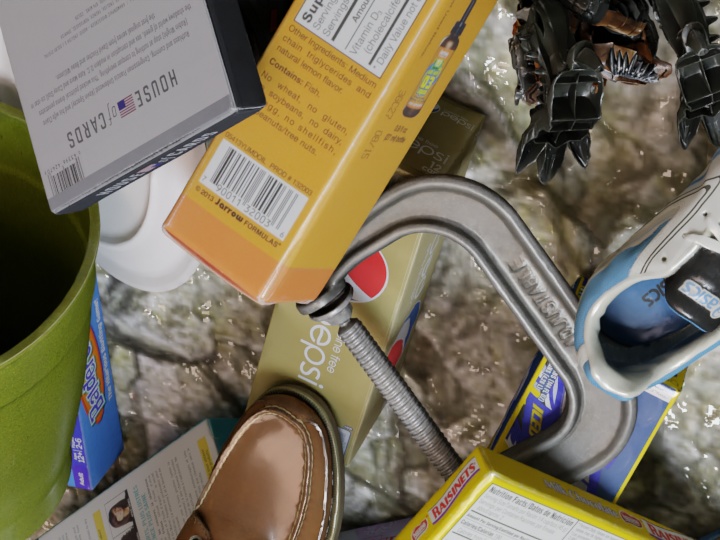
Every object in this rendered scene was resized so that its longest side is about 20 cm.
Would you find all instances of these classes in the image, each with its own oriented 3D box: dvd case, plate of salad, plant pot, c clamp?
[{"bbox_3d":[-0.121,-0.144,1.125,0.150,0.025,0.201,-24,80,46],"label":"dvd case"},{"bbox_3d":[-0.127,-0.086,1.224,0.200,0.048,0.201,37,140,39],"label":"plate of salad"},{"bbox_3d":[-0.223,0.047,1.255,0.199,0.201,0.194,17,141,15],"label":"plant pot"},{"bbox_3d":[0.039,0.055,1.173,0.170,0.027,0.201,-23,108,25],"label":"c clamp"}]

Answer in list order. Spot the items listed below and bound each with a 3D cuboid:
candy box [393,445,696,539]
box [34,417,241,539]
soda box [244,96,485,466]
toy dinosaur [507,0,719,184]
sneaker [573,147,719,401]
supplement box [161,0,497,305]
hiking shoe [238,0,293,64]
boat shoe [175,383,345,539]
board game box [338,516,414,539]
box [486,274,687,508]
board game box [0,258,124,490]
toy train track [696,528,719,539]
[{"bbox_3d":[0.100,0.157,1.204,0.199,0.026,0.102,26,113,-35],"label":"candy box"},{"bbox_3d":[-0.116,0.161,1.398,0.200,0.049,0.083,-36,63,41],"label":"box"},{"bbox_3d":[0.000,0.000,1.229,0.064,0.068,0.201,25,132,8],"label":"soda box"},{"bbox_3d":[0.094,-0.117,1.046,0.102,0.136,0.200,-22,149,9],"label":"toy dinosaur"},{"bbox_3d":[0.168,-0.017,1.072,0.072,0.073,0.200,31,120,-16],"label":"sneaker"},{"bbox_3d":[-0.006,-0.084,1.106,0.069,0.066,0.201,37,102,17],"label":"supplement box"},{"bbox_3d":[-0.068,-0.155,1.139,0.100,0.076,0.201,11,132,19],"label":"hiking shoe"},{"bbox_3d":[-0.064,0.157,1.246,0.072,0.068,0.201,23,107,19],"label":"boat shoe"},{"bbox_3d":[0.033,0.236,1.407,0.199,0.041,0.200,-14,116,34],"label":"board game box"},{"bbox_3d":[0.094,0.107,1.236,0.070,0.064,0.201,26,120,2],"label":"box"},{"bbox_3d":[-0.240,0.036,1.397,0.199,0.045,0.153,10,127,22],"label":"board game box"},{"bbox_3d":[0.177,0.162,1.283,0.115,0.033,0.200,46,130,-11],"label":"toy train track"}]
